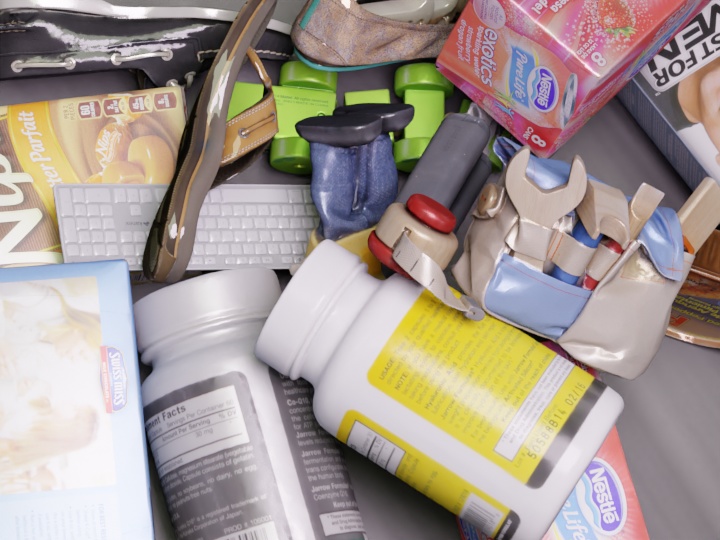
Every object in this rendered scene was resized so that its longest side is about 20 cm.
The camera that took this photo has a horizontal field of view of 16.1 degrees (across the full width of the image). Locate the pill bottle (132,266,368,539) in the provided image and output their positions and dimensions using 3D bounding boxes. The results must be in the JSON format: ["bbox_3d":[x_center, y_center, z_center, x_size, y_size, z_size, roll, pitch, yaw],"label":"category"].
[{"bbox_3d":[-0.070,0.106,1.552,0.113,0.113,0.200,-13,78,-12],"label":"pill bottle"}]

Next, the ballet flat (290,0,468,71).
[{"bbox_3d":[0.045,-0.166,1.621,0.200,0.067,0.068,-12,41,-43],"label":"ballet flat"}]

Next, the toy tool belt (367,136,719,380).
[{"bbox_3d":[0.113,-0.029,1.479,0.200,0.125,0.123,22,106,-28],"label":"toy tool belt"}]

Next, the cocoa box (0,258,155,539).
[{"bbox_3d":[-0.196,0.106,1.523,0.133,0.131,0.200,-5,77,-10],"label":"cocoa box"}]

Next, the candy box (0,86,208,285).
[{"bbox_3d":[-0.203,-0.044,1.600,0.200,0.055,0.115,-7,78,-12],"label":"candy box"}]

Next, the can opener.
[{"bbox_3d":[0.077,-0.066,1.568,0.067,0.053,0.200,13,47,20],"label":"can opener"}]

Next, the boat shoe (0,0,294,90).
[{"bbox_3d":[-0.138,-0.141,1.627,0.200,0.074,0.060,4,89,-18],"label":"boat shoe"}]

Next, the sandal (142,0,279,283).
[{"bbox_3d":[-0.080,-0.078,1.556,0.055,0.082,0.200,20,63,-8],"label":"sandal"}]

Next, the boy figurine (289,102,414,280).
[{"bbox_3d":[0.000,0.000,1.579,0.124,0.064,0.200,-20,109,-51],"label":"boy figurine"}]

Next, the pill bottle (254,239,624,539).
[{"bbox_3d":[0.043,0.068,1.480,0.200,0.111,0.111,32,73,6],"label":"pill bottle"}]

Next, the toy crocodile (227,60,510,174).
[{"bbox_3d":[-0.001,-0.094,1.648,0.200,0.062,0.068,2,74,-4],"label":"toy crocodile"}]

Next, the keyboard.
[{"bbox_3d":[-0.095,-0.027,1.582,0.200,0.011,0.056,-1,76,-30],"label":"keyboard"}]

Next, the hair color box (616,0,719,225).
[{"bbox_3d":[0.243,-0.104,1.653,0.099,0.061,0.200,-33,68,-8],"label":"hair color box"}]

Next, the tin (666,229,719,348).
[{"bbox_3d":[0.176,-0.004,1.621,0.200,0.112,0.042,20,64,-4],"label":"tin"}]

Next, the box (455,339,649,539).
[{"bbox_3d":[0.114,0.151,1.576,0.095,0.103,0.200,-13,77,-11],"label":"box"}]

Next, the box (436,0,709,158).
[{"bbox_3d":[0.151,-0.175,1.565,0.095,0.103,0.200,42,58,7],"label":"box"}]
